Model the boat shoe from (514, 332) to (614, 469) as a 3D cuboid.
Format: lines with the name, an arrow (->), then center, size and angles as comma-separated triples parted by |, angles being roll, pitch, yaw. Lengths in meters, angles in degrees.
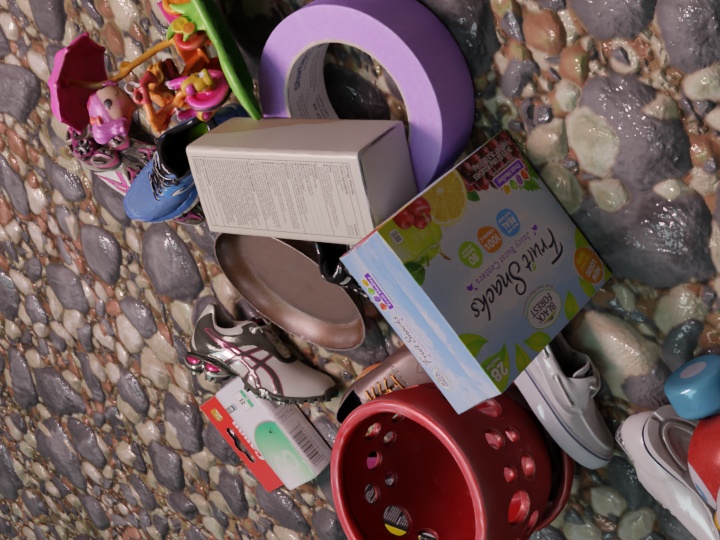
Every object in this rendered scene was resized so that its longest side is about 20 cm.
boat shoe -> 0.195, 0.107, 1.108 | 0.065, 0.074, 0.200 | -30, 111, 26

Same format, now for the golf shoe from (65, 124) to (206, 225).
golf shoe -> -0.254, -0.114, 1.383 | 0.200, 0.073, 0.092 | 34, 170, 14

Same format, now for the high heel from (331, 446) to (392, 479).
high heel -> 0.043, 0.200, 1.350 | 0.200, 0.067, 0.097 | 9, 106, 39

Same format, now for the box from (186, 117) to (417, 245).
box -> -0.054, -0.085, 1.067 | 0.199, 0.078, 0.095 | 7, 123, 34

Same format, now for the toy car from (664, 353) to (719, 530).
toy car -> 0.326, 0.180, 0.930 | 0.177, 0.200, 0.185 | -25, 101, 44

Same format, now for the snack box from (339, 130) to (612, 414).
snack box -> 0.105, -0.003, 1.006 | 0.169, 0.200, 0.068 | 53, 141, -1

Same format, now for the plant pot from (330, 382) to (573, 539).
plant pot -> 0.098, 0.204, 1.156 | 0.200, 0.182, 0.201 | 11, 106, 42

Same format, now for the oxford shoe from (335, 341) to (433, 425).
oxford shoe -> 0.041, 0.127, 1.269 | 0.071, 0.073, 0.200 | 50, 141, 1

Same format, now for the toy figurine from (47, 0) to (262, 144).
toy figurine -> -0.210, -0.183, 1.123 | 0.200, 0.184, 0.150 | 65, -175, 32

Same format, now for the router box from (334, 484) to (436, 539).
router box -> 0.078, 0.322, 1.352 | 0.149, 0.051, 0.200 | 11, 149, 39

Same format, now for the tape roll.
tape roll -> 0.004, -0.159, 1.075 | 0.200, 0.066, 0.201 | 19, 128, 26

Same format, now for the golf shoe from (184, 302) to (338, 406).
golf shoe -> -0.117, 0.106, 1.403 | 0.199, 0.077, 0.088 | 16, 100, 14

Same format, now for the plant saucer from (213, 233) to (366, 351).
plant saucer -> -0.073, 0.014, 1.290 | 0.200, 0.032, 0.200 | 27, 151, 16

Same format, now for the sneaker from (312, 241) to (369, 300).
sneaker -> 0.000, 0.000, 1.194 | 0.076, 0.088, 0.200 | -23, 109, 47

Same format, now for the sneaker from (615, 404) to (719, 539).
sneaker -> 0.319, 0.213, 1.082 | 0.200, 0.076, 0.080 | 55, 152, 3

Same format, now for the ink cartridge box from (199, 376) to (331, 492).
ink cartridge box -> -0.140, 0.223, 1.540 | 0.161, 0.050, 0.200 | 52, 139, -1

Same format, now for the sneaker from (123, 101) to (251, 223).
sneaker -> -0.202, -0.118, 1.260 | 0.200, 0.089, 0.079 | -37, 73, 33
